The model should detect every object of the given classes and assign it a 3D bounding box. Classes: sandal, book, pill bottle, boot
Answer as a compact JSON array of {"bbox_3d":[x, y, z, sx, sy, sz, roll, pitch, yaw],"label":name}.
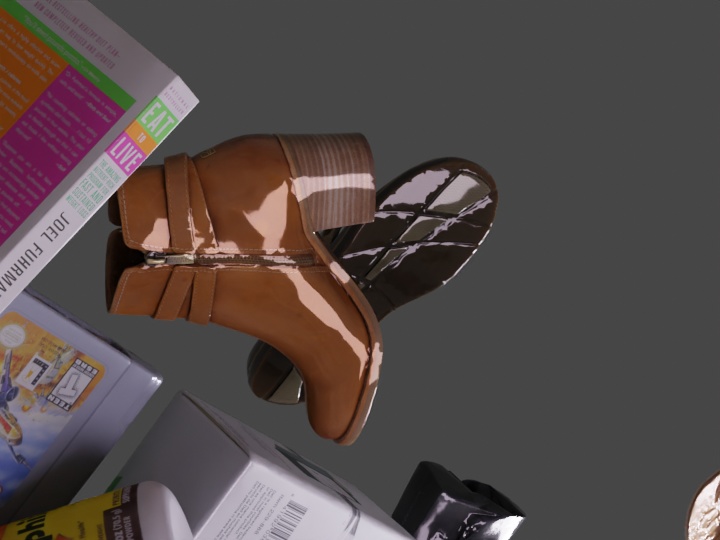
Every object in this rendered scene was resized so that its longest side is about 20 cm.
[{"bbox_3d":[0.000,0.000,1.645,0.081,0.055,0.200,25,115,-35],"label":"sandal"},{"bbox_3d":[-0.192,-0.050,1.363,0.200,0.134,0.048,-46,140,-5],"label":"book"},{"bbox_3d":[-0.190,0.198,1.530,0.199,0.110,0.110,-18,136,2],"label":"pill bottle"},{"bbox_3d":[-0.069,0.018,1.545,0.154,0.077,0.201,-9,121,-17],"label":"boot"},{"bbox_3d":[0.052,0.241,1.867,0.164,0.066,0.201,20,99,-50],"label":"boot"}]

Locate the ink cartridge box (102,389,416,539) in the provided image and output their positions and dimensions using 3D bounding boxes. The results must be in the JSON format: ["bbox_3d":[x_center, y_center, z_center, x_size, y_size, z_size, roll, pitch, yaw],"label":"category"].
[{"bbox_3d":[-0.075,0.183,1.682,0.146,0.084,0.200,-53,140,2],"label":"ink cartridge box"}]

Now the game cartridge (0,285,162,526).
[{"bbox_3d":[-0.210,0.073,1.515,0.134,0.041,0.200,-55,140,-2],"label":"game cartridge"}]
